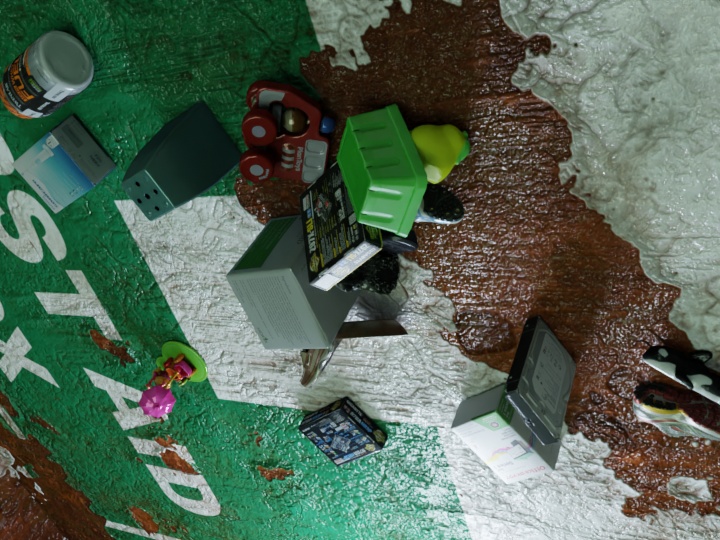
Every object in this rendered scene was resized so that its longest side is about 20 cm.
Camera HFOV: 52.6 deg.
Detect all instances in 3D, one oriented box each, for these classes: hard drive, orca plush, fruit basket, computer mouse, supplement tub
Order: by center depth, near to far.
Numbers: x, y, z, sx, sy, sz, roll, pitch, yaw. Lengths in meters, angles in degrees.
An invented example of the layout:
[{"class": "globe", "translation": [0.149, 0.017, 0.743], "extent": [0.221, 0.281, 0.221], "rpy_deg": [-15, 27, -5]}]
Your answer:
[{"class": "fruit basket", "translation": [0.079, -0.177, 1.228], "extent": [0.212, 0.217, 0.157], "rpy_deg": [27, 136, 6]}, {"class": "orca plush", "translation": [0.605, 0.179, 1.285], "extent": [0.199, 0.104, 0.072], "rpy_deg": [34, 101, 33]}, {"class": "computer mouse", "translation": [0.030, -0.070, 1.358], "extent": [0.138, 0.047, 0.200], "rpy_deg": [17, 172, -9]}, {"class": "hard drive", "translation": [0.340, 0.202, 1.364], "extent": [0.038, 0.201, 0.140], "rpy_deg": [-25, 112, 42]}, {"class": "supplement tub", "translation": [-0.640, -0.388, 1.472], "extent": [0.197, 0.123, 0.123], "rpy_deg": [-17, 118, 38]}]

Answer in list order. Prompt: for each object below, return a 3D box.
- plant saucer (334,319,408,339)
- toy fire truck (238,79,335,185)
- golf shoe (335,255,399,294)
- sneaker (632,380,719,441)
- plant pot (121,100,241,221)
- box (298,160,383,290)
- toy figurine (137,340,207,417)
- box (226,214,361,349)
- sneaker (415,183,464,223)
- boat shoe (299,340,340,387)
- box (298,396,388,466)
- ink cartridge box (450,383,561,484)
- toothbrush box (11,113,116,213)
[{"class": "plant saucer", "translation": [0.003, 0.124, 1.533], "extent": [0.197, 0.199, 0.038], "rpy_deg": [-6, 84, 33]}, {"class": "toy fire truck", "translation": [-0.132, -0.248, 1.330], "extent": [0.164, 0.114, 0.202], "rpy_deg": [6, 136, -8]}, {"class": "golf shoe", "translation": [0.000, 0.000, 1.426], "extent": [0.093, 0.198, 0.080], "rpy_deg": [15, 94, 38]}, {"class": "sneaker", "translation": [0.613, 0.274, 1.370], "extent": [0.197, 0.078, 0.083], "rpy_deg": [18, 139, 28]}, {"class": "plant pot", "translation": [-0.359, -0.200, 1.417], "extent": [0.140, 0.201, 0.142], "rpy_deg": [-18, 117, 39]}, {"class": "box", "translation": [-0.040, -0.092, 1.324], "extent": [0.049, 0.203, 0.159], "rpy_deg": [17, 139, -37]}, {"class": "toy figurine", "translation": [-0.538, 0.313, 1.972], "extent": [0.198, 0.185, 0.151], "rpy_deg": [-19, 117, 40]}, {"class": "box", "translation": [-0.126, 0.022, 1.475], "extent": [0.168, 0.200, 0.203], "rpy_deg": [-4, 126, 31]}, {"class": "sneaker", "translation": [0.097, -0.118, 1.331], "extent": [0.196, 0.073, 0.073], "rpy_deg": [11, 156, 20]}, {"class": "boat shoe", "translation": [-0.105, 0.196, 1.711], "extent": [0.071, 0.076, 0.202], "rpy_deg": [33, 127, 4]}, {"class": "box", "translation": [-0.048, 0.420, 1.883], "extent": [0.159, 0.046, 0.199], "rpy_deg": [45, 135, -12]}, {"class": "ink cartridge box", "translation": [0.320, 0.362, 1.596], "extent": [0.200, 0.084, 0.144], "rpy_deg": [45, 135, -12]}, {"class": "toothbrush box", "translation": [-0.671, -0.237, 1.645], "extent": [0.198, 0.086, 0.147], "rpy_deg": [-21, 116, 39]}]
